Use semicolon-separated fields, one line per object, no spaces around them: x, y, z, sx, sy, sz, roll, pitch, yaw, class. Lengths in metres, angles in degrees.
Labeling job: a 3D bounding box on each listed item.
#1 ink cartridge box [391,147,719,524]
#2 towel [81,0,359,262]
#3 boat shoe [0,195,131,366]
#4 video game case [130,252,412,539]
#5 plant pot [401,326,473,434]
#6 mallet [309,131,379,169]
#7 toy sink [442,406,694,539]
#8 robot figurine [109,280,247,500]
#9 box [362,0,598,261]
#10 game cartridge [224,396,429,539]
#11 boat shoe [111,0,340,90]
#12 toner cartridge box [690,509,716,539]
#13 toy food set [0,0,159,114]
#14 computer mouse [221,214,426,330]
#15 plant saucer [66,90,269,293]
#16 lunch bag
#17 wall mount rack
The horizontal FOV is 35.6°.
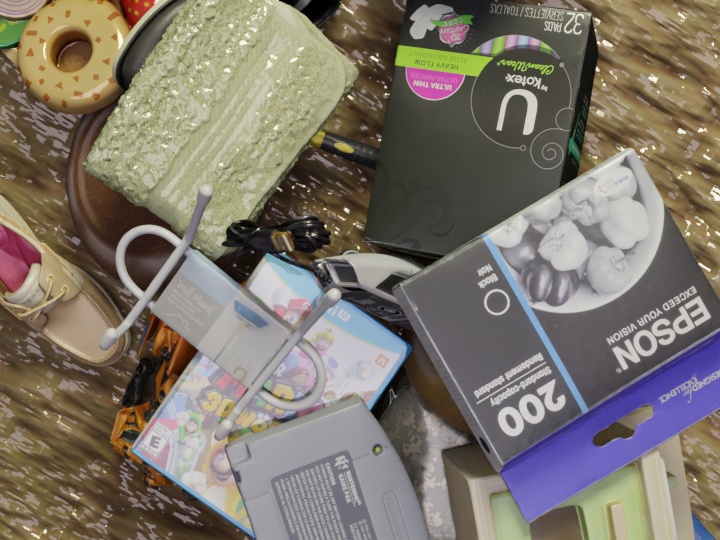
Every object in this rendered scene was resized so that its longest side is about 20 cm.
0.156;0.048;0.797;0.197;0.043;0.201;-30;90;-5;ink cartridge box
-0.107;-0.122;0.871;0.148;0.036;0.200;36;89;-18;towel
-0.286;0.013;0.973;0.200;0.069;0.074;43;96;-5;boat shoe
-0.071;0.103;0.908;0.143;0.018;0.201;35;87;-1;video game case
0.131;0.048;0.928;0.199;0.201;0.028;-10;142;2;plant pot
-0.044;-0.106;0.973;0.199;0.041;0.066;26;96;-7;mallet
0.178;0.193;0.869;0.199;0.112;0.131;-10;94;-7;toy sink
-0.150;0.094;0.965;0.145;0.058;0.201;23;91;36;robot figurine
0.100;-0.103;0.897;0.148;0.124;0.201;11;90;15;box
-0.015;0.209;0.889;0.132;0.041;0.201;-18;98;-6;game cartridge
-0.106;-0.196;0.906;0.201;0.074;0.063;-33;60;-20;boat shoe
0.247;0.308;1.025;0.200;0.043;0.095;-42;97;6;toner cartridge box
-0.233;-0.246;0.933;0.200;0.049;0.198;-43;86;4;toy food set
0.000;0.000;0.866;0.199;0.109;0.044;24;72;-30;computer mouse
-0.170;-0.082;0.940;0.199;0.037;0.202;-1;86;19;plant saucer
0.074;0.199;0.973;0.199;0.118;0.164;33;94;-9;lunch bag
-0.101;0.029;0.840;0.200;0.075;0.174;38;115;-1;wall mount rack
